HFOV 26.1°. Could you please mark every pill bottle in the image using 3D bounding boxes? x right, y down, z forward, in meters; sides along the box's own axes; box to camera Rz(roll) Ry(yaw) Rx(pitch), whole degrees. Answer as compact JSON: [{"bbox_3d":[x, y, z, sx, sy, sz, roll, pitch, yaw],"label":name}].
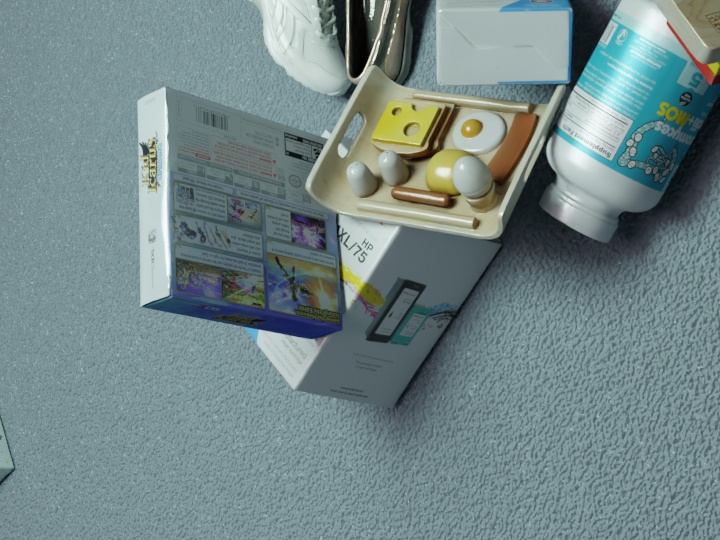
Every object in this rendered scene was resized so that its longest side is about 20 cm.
[{"bbox_3d":[0.228,-0.127,1.312,0.111,0.110,0.201,40,109,41],"label":"pill bottle"}]

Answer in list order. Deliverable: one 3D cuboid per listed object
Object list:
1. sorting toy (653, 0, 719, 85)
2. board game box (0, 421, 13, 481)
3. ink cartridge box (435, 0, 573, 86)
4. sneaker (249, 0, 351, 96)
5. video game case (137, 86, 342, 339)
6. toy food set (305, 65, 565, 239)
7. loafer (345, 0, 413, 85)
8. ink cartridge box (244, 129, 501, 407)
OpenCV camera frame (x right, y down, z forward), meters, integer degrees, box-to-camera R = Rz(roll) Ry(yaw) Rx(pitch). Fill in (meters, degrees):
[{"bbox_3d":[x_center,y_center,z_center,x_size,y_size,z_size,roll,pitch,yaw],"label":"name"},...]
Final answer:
[{"bbox_3d":[0.295,-0.245,1.231,0.070,0.199,0.200,100,147,-54],"label":"sorting toy"},{"bbox_3d":[-0.528,0.207,1.985,0.148,0.064,0.201,-44,55,28],"label":"board game box"},{"bbox_3d":[0.125,-0.221,1.388,0.115,0.200,0.068,0,111,3],"label":"ink cartridge box"},{"bbox_3d":[-0.058,-0.277,1.607,0.099,0.078,0.201,-34,86,31],"label":"sneaker"},{"bbox_3d":[-0.103,-0.044,1.340,0.045,0.199,0.183,-20,67,41],"label":"video game case"},{"bbox_3d":[0.064,-0.111,1.340,0.199,0.061,0.144,11,62,31],"label":"toy food set"},{"bbox_3d":[0.015,-0.281,1.545,0.071,0.063,0.202,7,103,40],"label":"loafer"},{"bbox_3d":[0.000,0.000,1.473,0.147,0.145,0.201,46,111,39],"label":"ink cartridge box"}]
